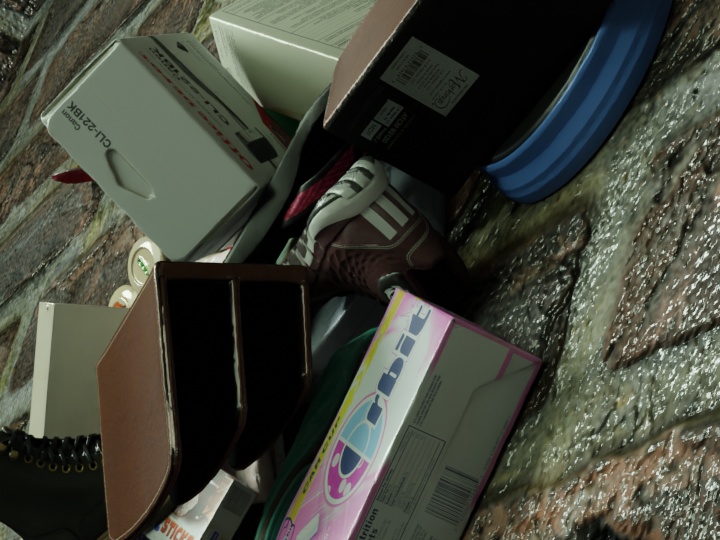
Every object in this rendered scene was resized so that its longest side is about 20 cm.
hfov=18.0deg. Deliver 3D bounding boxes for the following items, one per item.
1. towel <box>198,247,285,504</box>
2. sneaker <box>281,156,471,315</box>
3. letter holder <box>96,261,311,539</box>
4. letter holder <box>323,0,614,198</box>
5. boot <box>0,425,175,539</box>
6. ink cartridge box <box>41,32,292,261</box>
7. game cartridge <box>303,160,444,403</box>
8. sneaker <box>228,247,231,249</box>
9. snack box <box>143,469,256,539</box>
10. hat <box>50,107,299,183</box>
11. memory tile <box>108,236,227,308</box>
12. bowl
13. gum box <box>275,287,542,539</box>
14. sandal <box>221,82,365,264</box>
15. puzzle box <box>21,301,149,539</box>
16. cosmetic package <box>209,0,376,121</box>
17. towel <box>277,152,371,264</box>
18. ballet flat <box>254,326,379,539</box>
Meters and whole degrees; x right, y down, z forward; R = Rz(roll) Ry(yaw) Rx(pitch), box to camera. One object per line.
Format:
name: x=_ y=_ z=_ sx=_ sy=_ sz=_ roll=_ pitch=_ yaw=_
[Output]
towel: x=-0.098 y=0.081 z=1.703 sx=0.200 sy=0.032 sz=0.193 roll=164 pitch=104 yaw=-68
sneaker: x=0.011 y=0.010 z=1.505 sx=0.076 sy=0.115 sz=0.200 roll=-47 pitch=-5 yaw=-20
letter holder: x=-0.103 y=0.097 z=1.493 sx=0.200 sy=0.100 sz=0.143 roll=129 pitch=139 yaw=-63
letter holder: x=0.073 y=-0.175 z=1.446 sx=0.200 sy=0.100 sz=0.143 roll=-51 pitch=20 yaw=36
boot: x=-0.204 y=0.134 z=1.661 sx=0.200 sy=0.138 sz=0.078 roll=-48 pitch=23 yaw=21
ink cartridge box: x=-0.125 y=-0.090 z=1.620 sx=0.084 sy=0.144 sz=0.200 roll=-44 pitch=-2 yaw=13
game cartridge: x=0.000 y=0.000 z=1.648 sx=0.200 sy=0.041 sz=0.134 roll=-52 pitch=25 yaw=33
sneaker: x=-0.124 y=0.034 z=1.920 sx=0.199 sy=0.078 sz=0.116 roll=-28 pitch=29 yaw=42
snack box: x=-0.132 y=0.170 z=1.680 sx=0.072 sy=0.024 sz=0.200 roll=-61 pitch=22 yaw=-4
hat: x=-0.103 y=-0.127 z=1.771 sx=0.201 sy=0.175 sz=0.166 roll=-61 pitch=8 yaw=-22
memory tile: x=-0.136 y=0.041 z=1.828 sx=0.200 sy=0.017 sz=0.154 roll=50 pitch=122 yaw=38
bowl: x=0.130 y=-0.142 z=1.464 sx=0.201 sy=0.039 sz=0.201 roll=-54 pitch=20 yaw=30
gum box: x=0.022 y=0.121 z=1.367 sx=0.201 sy=0.066 sz=0.113 roll=-64 pitch=19 yaw=0
sandal: x=-0.034 y=-0.050 z=1.544 sx=0.201 sy=0.045 sz=0.075 roll=-59 pitch=-20 yaw=4
puzzle box: x=-0.198 y=0.128 z=1.778 sx=0.025 sy=0.132 sz=0.202 roll=4 pitch=89 yaw=51
cosmetic package: x=-0.013 y=-0.159 z=1.673 sx=0.105 sy=0.071 sz=0.200 roll=-29 pitch=30 yaw=-24
towel: x=-0.019 y=-0.061 z=1.727 sx=0.147 sy=0.022 sz=0.201 roll=-48 pitch=12 yaw=55
ballet flat: x=-0.020 y=0.129 z=1.482 sx=0.201 sy=0.067 sz=0.070 roll=-64 pitch=18 yaw=-19
